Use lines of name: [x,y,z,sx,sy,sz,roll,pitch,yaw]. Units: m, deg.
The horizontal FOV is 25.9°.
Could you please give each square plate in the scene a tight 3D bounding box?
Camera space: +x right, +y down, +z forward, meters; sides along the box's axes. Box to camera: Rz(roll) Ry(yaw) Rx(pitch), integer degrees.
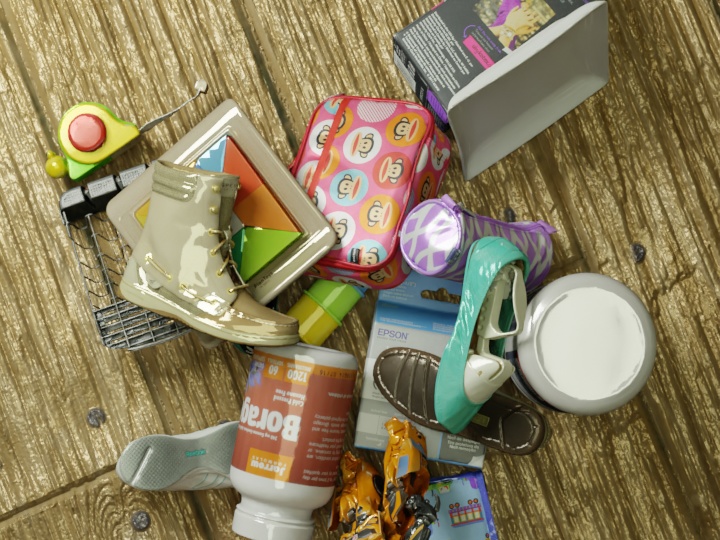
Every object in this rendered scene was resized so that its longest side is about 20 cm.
square plate: [0.176,-0.191,1.654,0.197,0.200,0.029,-34,70,-2]

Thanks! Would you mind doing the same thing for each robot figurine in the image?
robot figurine: [0.016,0.244,1.573,0.145,0.201,0.058,-39,111,25]

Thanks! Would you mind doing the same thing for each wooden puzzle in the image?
wooden puzzle: [-0.148,-0.049,1.628,0.185,0.037,0.201,-39,78,9]

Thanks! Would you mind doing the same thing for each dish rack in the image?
dish rack: [-0.235,-0.016,1.691,0.152,0.055,0.202,-19,77,-1]

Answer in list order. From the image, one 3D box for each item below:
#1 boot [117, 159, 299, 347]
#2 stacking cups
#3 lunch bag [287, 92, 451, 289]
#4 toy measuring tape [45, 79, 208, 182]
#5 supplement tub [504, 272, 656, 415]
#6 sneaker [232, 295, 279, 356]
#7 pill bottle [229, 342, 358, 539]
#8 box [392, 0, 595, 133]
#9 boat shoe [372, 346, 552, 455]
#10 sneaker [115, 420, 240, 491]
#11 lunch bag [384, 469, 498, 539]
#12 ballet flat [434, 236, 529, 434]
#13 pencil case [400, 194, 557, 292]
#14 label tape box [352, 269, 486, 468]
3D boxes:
boot: [-0.137,-0.017,1.573,0.198,0.073,0.157,19,98,19]
stacking cups: [0.000,0.000,1.705,0.060,0.061,0.200,44,85,3]
lunch bag: [-0.010,-0.087,1.675,0.175,0.082,0.202,10,71,27]
toy measuring tape: [-0.263,-0.169,1.710,0.199,0.074,0.074,-35,87,-3]
supplement tub: [0.223,0.078,1.628,0.139,0.200,0.142,0,86,-1]
sneaker: [-0.119,-0.009,1.688,0.071,0.080,0.202,-8,88,-9]
pill bottle: [-0.073,0.177,1.619,0.111,0.112,0.202,11,89,0]
box: [0.143,-0.254,1.690,0.199,0.122,0.107,-34,86,-3]
boat shoe: [0.106,0.139,1.627,0.199,0.076,0.072,27,97,23]
sneaker: [-0.167,0.202,1.687,0.198,0.080,0.071,0,78,-20]
lunch bag: [0.076,0.310,1.665,0.149,0.094,0.202,-12,85,1]
ballet flat: [0.123,0.068,1.539,0.067,0.070,0.202,10,93,-44]
pencil case: [0.124,-0.027,1.639,0.084,0.199,0.086,35,104,34]
label tape box: [0.077,0.103,1.694,0.142,0.066,0.202,10,88,0]
